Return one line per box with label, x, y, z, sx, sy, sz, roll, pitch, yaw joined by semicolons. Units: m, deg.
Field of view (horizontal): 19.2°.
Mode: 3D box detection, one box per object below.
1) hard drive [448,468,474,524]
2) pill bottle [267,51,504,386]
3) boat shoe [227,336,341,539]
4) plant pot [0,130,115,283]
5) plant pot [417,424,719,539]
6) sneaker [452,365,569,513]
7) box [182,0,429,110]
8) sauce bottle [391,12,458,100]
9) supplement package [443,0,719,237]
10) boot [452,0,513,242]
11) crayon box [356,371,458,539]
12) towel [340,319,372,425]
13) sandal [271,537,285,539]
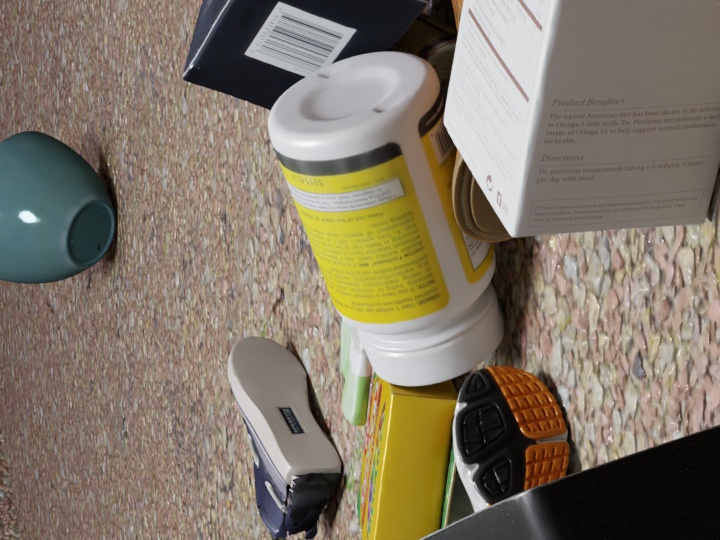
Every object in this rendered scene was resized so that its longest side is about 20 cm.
hard drive;0.075;0.226;1.501;0.200;0.026;0.132;114;148;-55
pill bottle;0.022;-0.031;1.385;0.114;0.114;0.200;-126;14;-60
boat shoe;-0.079;0.152;1.896;0.200;0.075;0.093;-115;35;-48
plant pot;-0.396;-0.066;2.742;0.135;0.200;0.200;21;119;33
plant pot;0.156;0.170;0.970;0.200;0.200;0.178;136;118;-68
sneaker;0.096;0.160;1.344;0.092;0.076;0.200;109;154;-60
box;-0.021;-0.235;1.432;0.197;0.117;0.200;134;151;-60
sauce bottle;0.037;-0.149;1.483;0.200;0.065;0.065;-134;43;-67
supplement package;0.126;-0.133;1.103;0.117;0.117;0.200;-116;28;-51
boot;0.086;-0.134;1.332;0.155;0.074;0.200;-111;27;-55
crayon box;0.033;0.132;1.469;0.200;0.051;0.127;-113;30;-81
towel;0.000;0.000;1.598;0.149;0.031;0.200;-89;5;-75
sandal;-0.022;0.309;1.801;0.200;0.055;0.082;52;150;38
